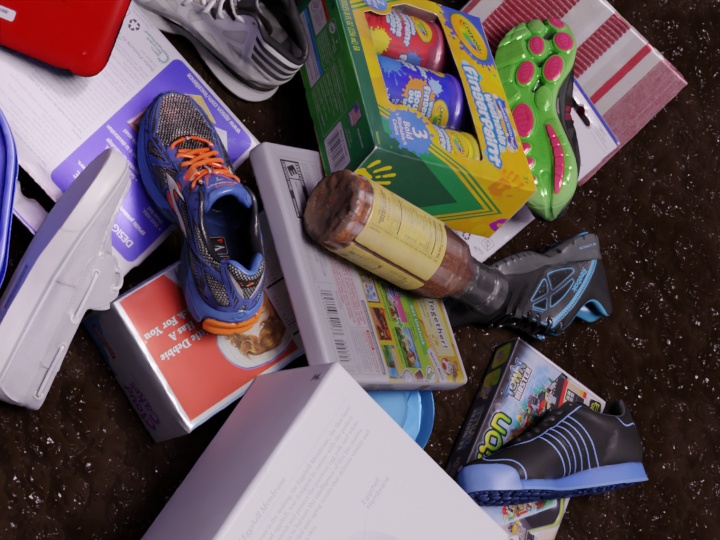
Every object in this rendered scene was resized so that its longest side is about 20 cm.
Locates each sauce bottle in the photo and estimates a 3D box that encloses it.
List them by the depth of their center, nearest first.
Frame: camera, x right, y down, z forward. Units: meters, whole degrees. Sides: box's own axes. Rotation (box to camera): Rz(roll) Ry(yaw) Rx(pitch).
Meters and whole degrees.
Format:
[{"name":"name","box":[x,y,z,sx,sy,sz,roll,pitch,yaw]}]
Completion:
[{"name":"sauce bottle","box":[0.041,-0.015,1.305,0.200,0.066,0.066,30,60,-42]}]

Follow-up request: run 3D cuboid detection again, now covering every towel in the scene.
[{"name":"towel","box":[0.182,-0.191,1.503,0.200,0.144,0.023,42,20,-11]}]

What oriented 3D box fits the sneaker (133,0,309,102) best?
[{"name":"sneaker","box":[-0.120,-0.229,1.328,0.200,0.115,0.076,38,60,-17]}]

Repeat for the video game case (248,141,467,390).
[{"name":"video game case","box":[0.000,0.000,1.314,0.182,0.023,0.201,6,62,-52]}]

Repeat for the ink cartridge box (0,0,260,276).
[{"name":"ink cartridge box","box":[-0.211,-0.107,1.277,0.198,0.043,0.200,48,61,-10]}]

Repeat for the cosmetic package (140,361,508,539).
[{"name":"cosmetic package","box":[-0.034,0.209,1.192,0.200,0.123,0.200,47,60,-20]}]

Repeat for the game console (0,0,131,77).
[{"name":"game console","box":[-0.261,-0.260,1.273,0.199,0.119,0.173,21,93,-5]}]

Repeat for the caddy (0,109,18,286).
[{"name":"caddy","box":[-0.316,-0.047,1.159,0.141,0.105,0.201,8,86,-16]}]

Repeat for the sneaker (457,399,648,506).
[{"name":"sneaker","box":[0.157,0.152,1.380,0.199,0.070,0.078,1,71,-38]}]

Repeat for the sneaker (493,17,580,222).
[{"name":"sneaker","box":[0.155,-0.133,1.435,0.076,0.084,0.201,0,65,9]}]

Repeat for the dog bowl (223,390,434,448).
[{"name":"dog bowl","box":[-0.031,0.128,1.319,0.200,0.050,0.112,-27,91,-34]}]

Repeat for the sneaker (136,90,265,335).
[{"name":"sneaker","box":[-0.111,-0.054,1.234,0.075,0.078,0.201,-12,67,-29]}]

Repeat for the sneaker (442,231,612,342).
[{"name":"sneaker","box":[0.149,0.025,1.447,0.199,0.073,0.082,-17,86,-34]}]

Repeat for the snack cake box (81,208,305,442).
[{"name":"snack cake box","box":[-0.103,0.034,1.291,0.200,0.067,0.115,-33,95,-34]}]

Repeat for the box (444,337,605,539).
[{"name":"box","box":[0.133,0.171,1.417,0.110,0.035,0.201,36,60,-18]}]

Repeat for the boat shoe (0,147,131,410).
[{"name":"boat shoe","box":[-0.212,0.009,1.195,0.068,0.072,0.201,30,84,-21]}]

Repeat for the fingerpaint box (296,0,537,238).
[{"name":"fingerpaint box","box":[0.042,-0.141,1.367,0.166,0.073,0.201,13,48,-33]}]

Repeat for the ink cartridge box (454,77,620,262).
[{"name":"ink cartridge box","box":[0.135,-0.094,1.474,0.200,0.039,0.100,-38,97,-21]}]
